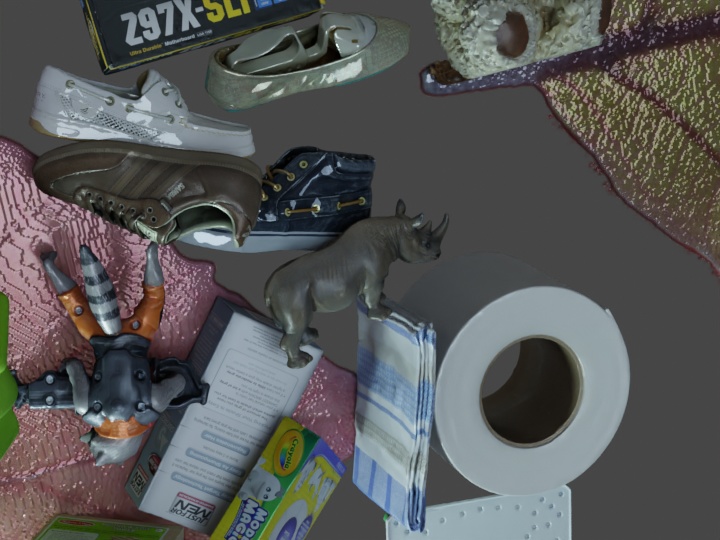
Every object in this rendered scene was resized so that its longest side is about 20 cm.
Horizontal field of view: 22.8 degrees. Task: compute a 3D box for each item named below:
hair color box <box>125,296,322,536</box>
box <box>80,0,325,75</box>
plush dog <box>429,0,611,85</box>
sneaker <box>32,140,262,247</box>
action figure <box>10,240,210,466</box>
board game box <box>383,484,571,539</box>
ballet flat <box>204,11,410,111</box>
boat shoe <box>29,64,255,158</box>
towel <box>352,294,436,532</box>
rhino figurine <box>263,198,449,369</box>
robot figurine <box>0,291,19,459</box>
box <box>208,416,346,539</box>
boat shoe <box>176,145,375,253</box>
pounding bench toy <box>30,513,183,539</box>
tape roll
[{"bbox_3d":[-0.126,0.138,1.644,0.099,0.061,0.201,25,93,-25],"label":"hair color box"},{"bbox_3d":[-0.147,-0.270,1.517,0.199,0.049,0.161,-18,95,-16],"label":"box"},{"bbox_3d":[0.110,-0.264,1.608,0.199,0.160,0.173,-19,97,-44],"label":"plush dog"},{"bbox_3d":[-0.184,-0.061,1.514,0.198,0.071,0.076,1,66,5],"label":"sneaker"},{"bbox_3d":[-0.237,0.077,1.549,0.198,0.105,0.195,-9,90,-1],"label":"action figure"},{"bbox_3d":[0.118,0.320,1.802,0.199,0.026,0.201,-7,106,-19],"label":"board game box"},{"bbox_3d":[-0.042,-0.194,1.581,0.199,0.068,0.063,-21,142,-14],"label":"ballet flat"},{"bbox_3d":[-0.182,-0.139,1.546,0.199,0.071,0.070,7,101,-21],"label":"boat shoe"},{"bbox_3d":[0.026,0.126,1.651,0.024,0.147,0.201,-4,106,-24],"label":"towel"},{"bbox_3d":[0.000,0.000,1.599,0.199,0.060,0.088,-31,118,-15],"label":"rhino figurine"},{"bbox_3d":[-0.365,0.075,1.504,0.174,0.116,0.201,-18,108,19],"label":"robot figurine"},{"bbox_3d":[-0.092,0.242,1.636,0.201,0.048,0.117,-57,159,-10],"label":"box"},{"bbox_3d":[-0.079,-0.067,1.608,0.199,0.071,0.092,0,104,-28],"label":"boat shoe"},{"bbox_3d":[-0.269,0.315,1.598,0.198,0.124,0.157,5,105,9],"label":"pounding bench toy"},{"bbox_3d":[0.135,0.095,1.689,0.201,0.139,0.204,-5,105,-20],"label":"tape roll"}]
